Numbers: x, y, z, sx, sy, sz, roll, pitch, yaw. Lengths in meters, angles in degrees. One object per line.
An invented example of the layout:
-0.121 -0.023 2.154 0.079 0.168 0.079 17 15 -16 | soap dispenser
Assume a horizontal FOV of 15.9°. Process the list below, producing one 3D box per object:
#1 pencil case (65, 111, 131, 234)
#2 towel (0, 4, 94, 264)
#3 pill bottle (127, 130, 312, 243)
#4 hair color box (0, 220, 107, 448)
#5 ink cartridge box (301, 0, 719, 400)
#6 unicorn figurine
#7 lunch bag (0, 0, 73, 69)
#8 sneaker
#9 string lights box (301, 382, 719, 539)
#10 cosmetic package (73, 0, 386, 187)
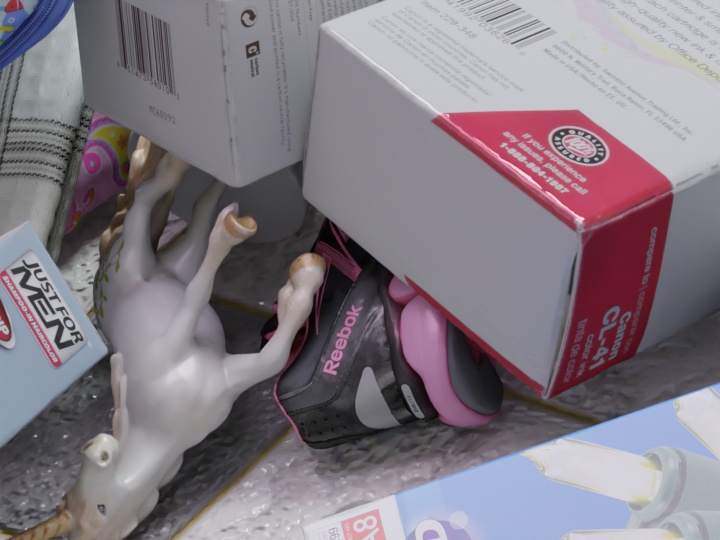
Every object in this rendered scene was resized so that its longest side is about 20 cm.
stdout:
-0.105 -0.101 1.223 0.087 0.088 0.200 10 43 38 | pencil case
-0.195 -0.059 1.073 0.191 0.035 0.201 4 72 27 | towel
-0.028 -0.117 1.157 0.112 0.113 0.201 2 54 30 | pill bottle
-0.186 0.065 0.895 0.099 0.061 0.200 -22 14 38 | hair color box
0.098 -0.054 0.973 0.199 0.086 0.147 -22 46 -35 | ink cartridge box
-0.076 0.027 1.008 0.138 0.074 0.200 -56 15 21 | unicorn figurine
-0.197 -0.126 1.015 0.200 0.082 0.162 -34 55 33 | lunch bag
0.000 0.000 1.039 0.095 0.079 0.201 -24 30 15 | sneaker
0.092 0.101 0.800 0.199 0.059 0.103 -20 64 7 | string lights box
-0.005 -0.119 1.026 0.199 0.085 0.107 -24 35 -32 | cosmetic package
